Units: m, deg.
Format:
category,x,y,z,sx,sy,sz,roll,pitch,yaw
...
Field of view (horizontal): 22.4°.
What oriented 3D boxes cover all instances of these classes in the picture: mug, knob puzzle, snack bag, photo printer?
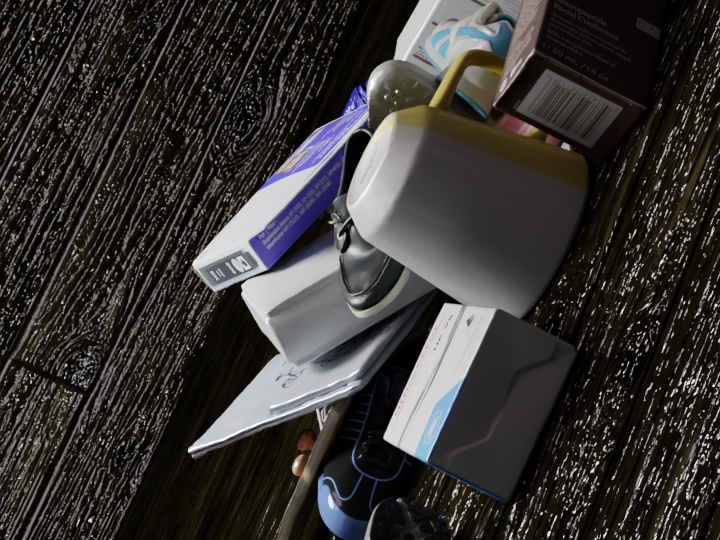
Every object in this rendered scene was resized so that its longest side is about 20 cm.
category,x,y,z,sx,sy,sz,roll,pitch,yaw
mug,0.077,-0.065,1.429,0.149,0.153,0.187,-56,15,39
knob puzzle,-0.040,0.160,1.599,0.220,0.030,0.220,25,-90,-85
snack bag,-0.040,0.083,1.587,0.200,0.021,0.189,-25,14,33
photo printer,0.000,0.000,1.604,0.200,0.069,0.166,-30,13,-5

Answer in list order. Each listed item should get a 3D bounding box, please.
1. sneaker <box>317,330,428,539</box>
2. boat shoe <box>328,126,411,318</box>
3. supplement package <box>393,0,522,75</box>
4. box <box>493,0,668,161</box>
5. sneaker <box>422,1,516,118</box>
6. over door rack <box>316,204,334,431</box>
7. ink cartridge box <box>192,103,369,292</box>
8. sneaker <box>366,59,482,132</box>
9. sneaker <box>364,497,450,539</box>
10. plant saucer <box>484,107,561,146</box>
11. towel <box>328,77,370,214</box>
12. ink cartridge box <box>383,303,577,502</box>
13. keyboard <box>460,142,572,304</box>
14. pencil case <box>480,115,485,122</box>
category,x,y,z,sx,sy,sz,roll,pitch,yaw
sneaker,0.018,0.132,1.513,0.200,0.070,0.078,-72,5,-48
boat shoe,0.005,-0.047,1.497,0.074,0.066,0.199,-22,36,31
supplement package,0.128,-0.267,1.851,0.200,0.117,0.117,-59,11,28
box,0.178,-0.191,1.412,0.075,0.100,0.200,-54,14,47
sneaker,0.109,-0.194,1.612,0.081,0.076,0.200,-50,16,11
over door rack,-0.010,0.052,1.748,0.148,0.067,0.200,-57,44,36
ink cartridge box,-0.050,-0.073,1.666,0.198,0.043,0.200,-48,11,-22
sneaker,0.058,-0.140,1.611,0.076,0.200,0.081,-17,61,20
sneaker,0.013,0.253,1.244,0.200,0.077,0.085,-63,-5,-50
plant saucer,0.166,-0.179,1.604,0.201,0.051,0.201,-61,8,16
towel,0.030,-0.081,1.764,0.200,0.050,0.148,49,119,38
ink cartridge box,0.077,0.089,1.300,0.116,0.067,0.200,-65,9,-4
keyboard,0.125,-0.018,1.511,0.200,0.011,0.056,-59,10,29
pencil case,0.074,-0.099,1.815,0.087,0.083,0.200,50,121,37
